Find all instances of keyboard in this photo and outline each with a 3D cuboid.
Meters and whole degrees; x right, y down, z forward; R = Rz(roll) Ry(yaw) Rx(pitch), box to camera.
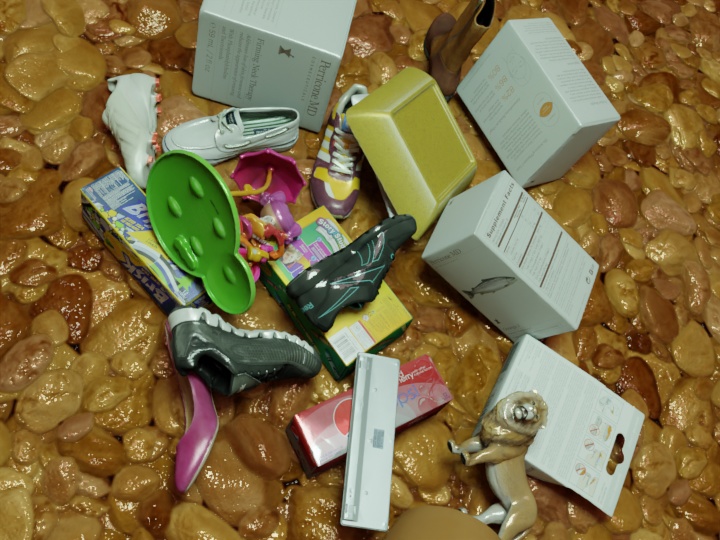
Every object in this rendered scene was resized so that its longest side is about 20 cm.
[{"bbox_3d":[0.013,0.196,0.924,0.055,0.011,0.203,14,64,-18],"label":"keyboard"}]

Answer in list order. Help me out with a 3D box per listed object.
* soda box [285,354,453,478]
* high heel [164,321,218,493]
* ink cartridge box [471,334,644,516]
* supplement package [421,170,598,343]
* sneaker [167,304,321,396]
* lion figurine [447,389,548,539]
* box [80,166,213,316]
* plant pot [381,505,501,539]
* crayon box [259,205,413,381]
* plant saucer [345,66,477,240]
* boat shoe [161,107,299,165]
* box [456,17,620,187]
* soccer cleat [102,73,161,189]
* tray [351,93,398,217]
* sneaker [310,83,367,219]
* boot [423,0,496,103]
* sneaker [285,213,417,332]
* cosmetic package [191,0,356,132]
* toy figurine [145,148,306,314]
[{"bbox_3d":[0.012,0.177,0.973,0.198,0.064,0.071,-22,71,-25],"label":"soda box"},{"bbox_3d":[-0.207,0.151,0.913,0.095,0.067,0.202,23,54,-15],"label":"high heel"},{"bbox_3d":[0.263,0.205,1.047,0.198,0.047,0.161,34,59,-1],"label":"ink cartridge box"},{"bbox_3d":[0.202,-0.012,1.063,0.199,0.116,0.118,40,58,-17],"label":"supplement package"},{"bbox_3d":[-0.134,0.111,0.921,0.198,0.066,0.092,21,46,-29],"label":"sneaker"},{"bbox_3d":[0.177,0.250,0.957,0.120,0.072,0.204,-10,98,-18],"label":"lion figurine"},{"bbox_3d":[-0.264,-0.029,0.992,0.064,0.070,0.200,-37,78,-30],"label":"box"},{"bbox_3d":[0.080,0.350,0.841,0.198,0.201,0.141,29,43,0],"label":"plant pot"},{"bbox_3d":[-0.040,0.026,1.038,0.118,0.058,0.201,-32,76,-28],"label":"crayon box"},{"bbox_3d":[0.089,-0.176,1.114,0.202,0.048,0.200,59,43,-13],"label":"plant saucer"},{"bbox_3d":[-0.179,-0.200,1.108,0.197,0.067,0.074,-15,68,-23],"label":"boat shoe"},{"bbox_3d":[0.267,-0.256,1.212,0.105,0.152,0.202,-16,69,-38],"label":"box"},{"bbox_3d":[-0.308,-0.186,1.064,0.076,0.070,0.202,-3,54,-9],"label":"soccer cleat"},{"bbox_3d":[0.055,-0.158,1.123,0.107,0.022,0.203,-19,91,-48],"label":"tray"},{"bbox_3d":[-0.026,-0.172,1.126,0.074,0.090,0.203,11,59,-10],"label":"sneaker"},{"bbox_3d":[0.152,-0.382,1.224,0.067,0.201,0.191,19,59,-6],"label":"boot"},{"bbox_3d":[0.000,0.000,0.998,0.199,0.075,0.080,-34,90,-22],"label":"sneaker"},{"bbox_3d":[-0.122,-0.338,1.139,0.197,0.168,0.169,16,59,-7],"label":"cosmetic package"},{"bbox_3d":[-0.131,-0.071,0.967,0.183,0.149,0.202,-30,89,-48],"label":"toy figurine"}]
